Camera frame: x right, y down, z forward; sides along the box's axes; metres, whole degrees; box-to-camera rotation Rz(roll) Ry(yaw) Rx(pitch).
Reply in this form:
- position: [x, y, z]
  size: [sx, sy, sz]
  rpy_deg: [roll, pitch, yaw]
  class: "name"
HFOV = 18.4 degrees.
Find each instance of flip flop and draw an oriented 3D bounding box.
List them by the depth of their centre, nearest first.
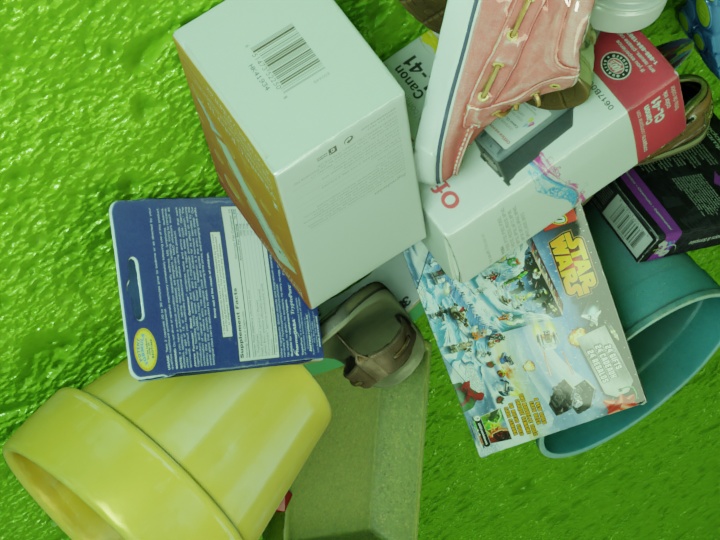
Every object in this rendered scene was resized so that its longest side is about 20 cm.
- position: [0.012, 0.064, 1.732]
  size: [0.081, 0.058, 0.200]
  rpy_deg: [-39, 157, 4]
  class: "flip flop"

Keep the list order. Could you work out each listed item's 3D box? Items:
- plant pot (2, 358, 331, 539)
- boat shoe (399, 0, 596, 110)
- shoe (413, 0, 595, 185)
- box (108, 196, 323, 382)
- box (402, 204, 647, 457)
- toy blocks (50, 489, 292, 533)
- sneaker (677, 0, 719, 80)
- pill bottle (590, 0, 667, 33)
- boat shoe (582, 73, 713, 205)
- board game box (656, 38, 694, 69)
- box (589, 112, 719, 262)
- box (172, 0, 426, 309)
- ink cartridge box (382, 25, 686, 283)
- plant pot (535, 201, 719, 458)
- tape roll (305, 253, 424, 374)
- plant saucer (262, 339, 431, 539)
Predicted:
- position: [-0.130, 0.132, 1.639]
  size: [0.189, 0.201, 0.201]
  rpy_deg: [-47, 160, -17]
  class: "plant pot"
- position: [0.083, -0.182, 1.446]
  size: [0.073, 0.063, 0.200]
  rpy_deg: [-9, 142, 40]
  class: "boat shoe"
- position: [0.090, -0.120, 1.403]
  size: [0.200, 0.091, 0.072]
  rpy_deg: [102, 3, -48]
  class: "shoe"
- position: [-0.105, 0.010, 1.523]
  size: [0.032, 0.122, 0.200]
  rpy_deg: [-9, 176, 37]
  class: "box"
- position: [0.121, 0.031, 1.663]
  size: [0.136, 0.040, 0.201]
  rpy_deg: [-18, 116, 6]
  class: "box"
- position: [-0.137, 0.195, 1.786]
  size: [0.200, 0.137, 0.100]
  rpy_deg: [-38, 156, 1]
  class: "toy blocks"
- position: [0.291, -0.214, 1.717]
  size: [0.082, 0.071, 0.200]
  rpy_deg: [-27, 152, -7]
  class: "sneaker"
- position: [0.188, -0.252, 1.449]
  size: [0.113, 0.113, 0.200]
  rpy_deg: [-24, 153, -27]
  class: "pill bottle"
- position: [0.177, -0.099, 1.707]
  size: [0.200, 0.072, 0.068]
  rpy_deg: [-29, 163, -4]
  class: "boat shoe"
- position: [0.154, -0.133, 1.657]
  size: [0.200, 0.039, 0.158]
  rpy_deg: [-35, -170, -5]
  class: "board game box"
- position: [0.252, -0.081, 1.816]
  size: [0.200, 0.143, 0.036]
  rpy_deg: [-11, 148, -45]
  class: "box"
- position: [-0.036, -0.084, 1.432]
  size: [0.097, 0.125, 0.200]
  rpy_deg: [-33, 156, -9]
  class: "box"
- position: [0.105, -0.111, 1.550]
  size: [0.200, 0.148, 0.086]
  rpy_deg: [-34, 154, -7]
  class: "ink cartridge box"
- position: [0.174, 0.020, 1.835]
  size: [0.200, 0.188, 0.200]
  rpy_deg: [-31, 155, -16]
  class: "plant pot"
- position: [0.000, 0.000, 1.733]
  size: [0.200, 0.048, 0.201]
  rpy_deg: [-30, 155, -15]
  class: "tape roll"
- position: [-0.019, 0.157, 1.892]
  size: [0.199, 0.048, 0.201]
  rpy_deg: [1, 94, -55]
  class: "plant saucer"
